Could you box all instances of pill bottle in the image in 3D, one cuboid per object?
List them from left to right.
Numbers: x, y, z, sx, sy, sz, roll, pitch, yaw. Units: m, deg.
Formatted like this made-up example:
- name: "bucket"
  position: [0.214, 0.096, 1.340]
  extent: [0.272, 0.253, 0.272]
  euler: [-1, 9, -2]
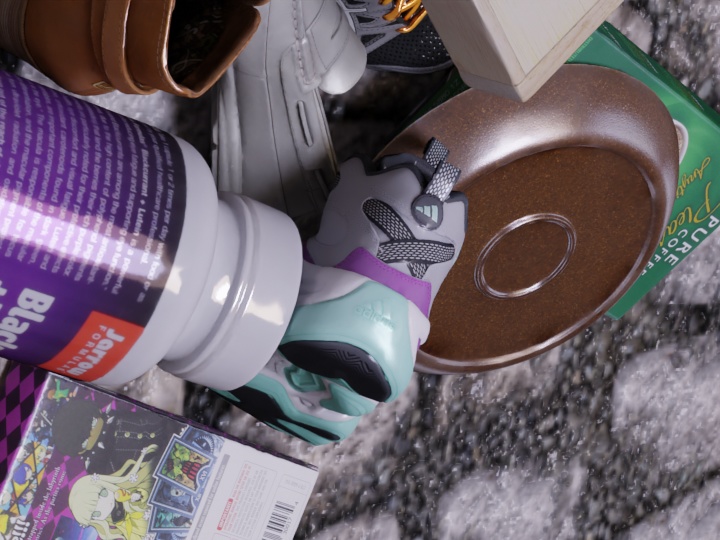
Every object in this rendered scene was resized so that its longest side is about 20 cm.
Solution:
- name: "pill bottle"
  position: [-0.129, -0.017, 0.957]
  extent: [0.200, 0.111, 0.112]
  euler: [20, 90, -29]

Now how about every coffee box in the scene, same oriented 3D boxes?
- name: "coffee box"
  position: [0.115, -0.058, 1.200]
  extent: [0.123, 0.044, 0.200]
  euler: [-46, 138, 15]

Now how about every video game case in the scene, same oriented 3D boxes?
- name: "video game case"
  position: [-0.124, 0.159, 1.095]
  extent: [0.181, 0.036, 0.200]
  euler: [24, 86, -44]

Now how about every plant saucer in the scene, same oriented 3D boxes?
- name: "plant saucer"
  position: [0.077, -0.015, 1.161]
  extent: [0.200, 0.032, 0.200]
  euler: [-18, 138, -17]

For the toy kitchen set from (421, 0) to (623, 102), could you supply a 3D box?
- name: "toy kitchen set"
  position: [0.031, -0.210, 1.009]
  extent: [0.180, 0.200, 0.163]
  euler: [-46, 129, -19]

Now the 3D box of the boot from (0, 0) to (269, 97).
- name: "boot"
  position: [-0.080, -0.166, 0.950]
  extent: [0.077, 0.155, 0.200]
  euler: [27, 85, -36]

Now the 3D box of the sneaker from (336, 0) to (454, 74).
- name: "sneaker"
  position: [-0.001, -0.150, 1.083]
  extent: [0.200, 0.077, 0.078]
  euler: [37, 76, -44]

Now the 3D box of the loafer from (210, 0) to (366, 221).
- name: "loafer"
  position: [-0.032, -0.104, 1.038]
  extent: [0.070, 0.070, 0.200]
  euler: [-1, 135, -5]

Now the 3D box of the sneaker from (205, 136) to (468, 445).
- name: "sneaker"
  position: [0.000, 0.000, 1.067]
  extent: [0.078, 0.200, 0.140]
  euler: [32, 70, -15]
